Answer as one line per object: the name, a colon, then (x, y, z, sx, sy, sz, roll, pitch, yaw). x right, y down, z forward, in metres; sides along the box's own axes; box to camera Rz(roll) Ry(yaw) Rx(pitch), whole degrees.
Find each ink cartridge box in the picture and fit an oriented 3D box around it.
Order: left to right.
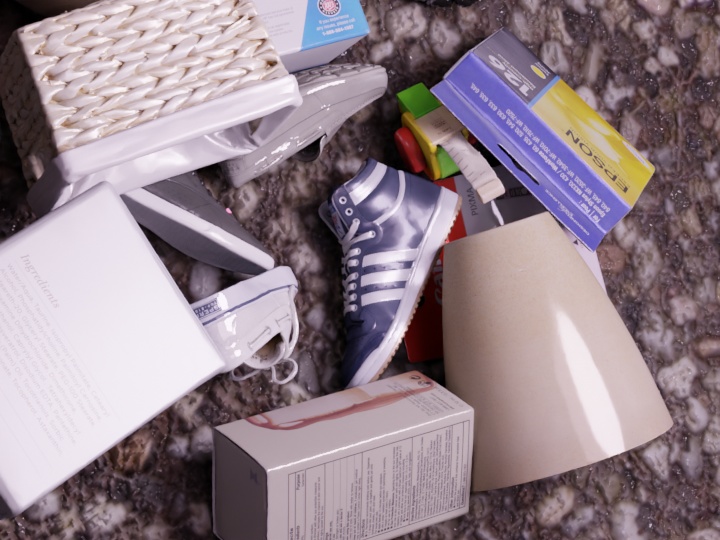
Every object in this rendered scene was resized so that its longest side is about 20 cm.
ink cartridge box: (-0.100, -0.267, 1.601, 0.144, 0.084, 0.201, -18, 85, -32)
ink cartridge box: (0.121, -0.011, 1.676, 0.199, 0.057, 0.164, -7, 80, -36)
ink cartridge box: (0.165, -0.122, 1.656, 0.198, 0.047, 0.200, 45, 21, 0)

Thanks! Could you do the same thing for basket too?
basket: (-0.166, -0.136, 1.425, 0.199, 0.136, 0.124, -20, 85, -22)

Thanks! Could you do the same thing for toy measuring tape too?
toy measuring tape: (0.080, -0.096, 1.621, 0.073, 0.074, 0.200, 6, 29, -28)

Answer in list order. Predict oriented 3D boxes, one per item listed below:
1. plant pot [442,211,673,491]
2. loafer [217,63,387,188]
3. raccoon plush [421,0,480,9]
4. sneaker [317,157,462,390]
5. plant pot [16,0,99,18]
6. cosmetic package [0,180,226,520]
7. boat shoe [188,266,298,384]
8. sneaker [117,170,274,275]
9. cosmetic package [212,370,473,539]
plant pot: (0.142, 0.060, 1.573, 0.187, 0.187, 0.201, -18, 90, -32)
loafer: (-0.051, -0.128, 1.604, 0.199, 0.070, 0.070, -26, 113, -38)
raccoon plush: (0.086, -0.326, 1.676, 0.096, 0.200, 0.135, 4, 73, -1)
sneaker: (0.000, 0.000, 1.592, 0.108, 0.070, 0.201, 28, 72, -9)
plant pot: (-0.221, -0.273, 1.491, 0.200, 0.200, 0.135, -45, 127, -31)
cosmetic package: (-0.243, 0.068, 1.373, 0.200, 0.167, 0.167, -35, 94, -31)
boat shoe: (-0.082, 0.051, 1.477, 0.074, 0.202, 0.087, -23, 90, 10)
sneaker: (-0.142, -0.077, 1.529, 0.199, 0.071, 0.100, 30, 68, -14)
cosmetic package: (-0.013, 0.160, 1.506, 0.199, 0.087, 0.104, -12, 117, -33)
